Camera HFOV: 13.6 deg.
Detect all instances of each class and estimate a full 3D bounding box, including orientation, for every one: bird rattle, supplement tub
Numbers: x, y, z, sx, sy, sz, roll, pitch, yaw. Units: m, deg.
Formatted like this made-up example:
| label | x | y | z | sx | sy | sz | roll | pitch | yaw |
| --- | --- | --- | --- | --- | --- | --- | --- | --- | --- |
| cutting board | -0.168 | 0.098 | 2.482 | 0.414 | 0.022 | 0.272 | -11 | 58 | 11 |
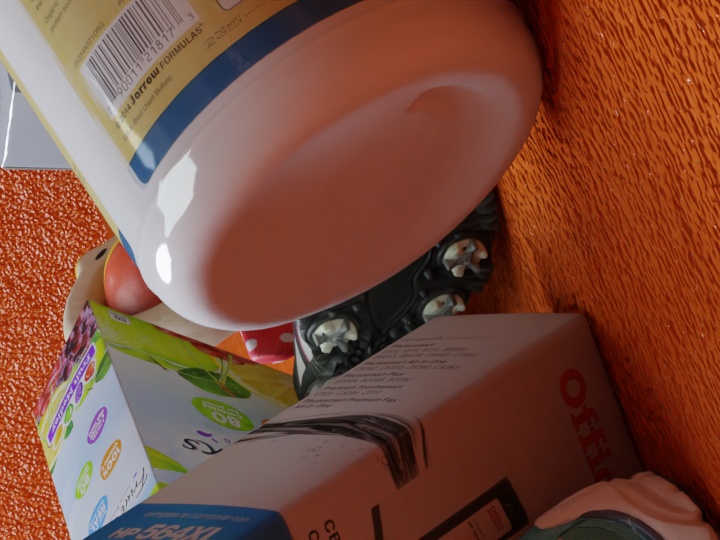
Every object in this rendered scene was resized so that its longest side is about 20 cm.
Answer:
| label | x | y | z | sx | sy | sz | roll | pitch | yaw |
| --- | --- | --- | --- | --- | --- | --- | --- | --- | --- |
| bird rattle | -0.066 | 0.000 | 1.433 | 0.113 | 0.163 | 0.200 | 50 | -168 | -34 |
| supplement tub | -0.050 | -0.097 | 0.971 | 0.200 | 0.144 | 0.145 | 55 | 168 | 24 |

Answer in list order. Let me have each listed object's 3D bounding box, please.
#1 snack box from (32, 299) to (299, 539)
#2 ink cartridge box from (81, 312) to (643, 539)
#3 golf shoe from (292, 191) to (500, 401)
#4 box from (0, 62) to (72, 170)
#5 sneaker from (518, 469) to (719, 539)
| label | x | y | z | sx | sy | sz | roll | pitch | yaw |
| --- | --- | --- | --- | --- | --- | --- | --- | --- | --- |
| snack box | -0.037 | 0.104 | 1.249 | 0.068 | 0.168 | 0.200 | -62 | 24 | 17 |
| ink cartridge box | 0.011 | 0.119 | 1.025 | 0.084 | 0.200 | 0.147 | -5 | 111 | 50 |
| golf shoe | 0.000 | 0.000 | 1.166 | 0.201 | 0.077 | 0.088 | 100 | 156 | -50 |
| box | -0.138 | -0.168 | 1.325 | 0.201 | 0.041 | 0.156 | 106 | 158 | -45 |
| sneaker | 0.102 | 0.165 | 1.009 | 0.077 | 0.079 | 0.201 | -150 | 37 | -76 |
